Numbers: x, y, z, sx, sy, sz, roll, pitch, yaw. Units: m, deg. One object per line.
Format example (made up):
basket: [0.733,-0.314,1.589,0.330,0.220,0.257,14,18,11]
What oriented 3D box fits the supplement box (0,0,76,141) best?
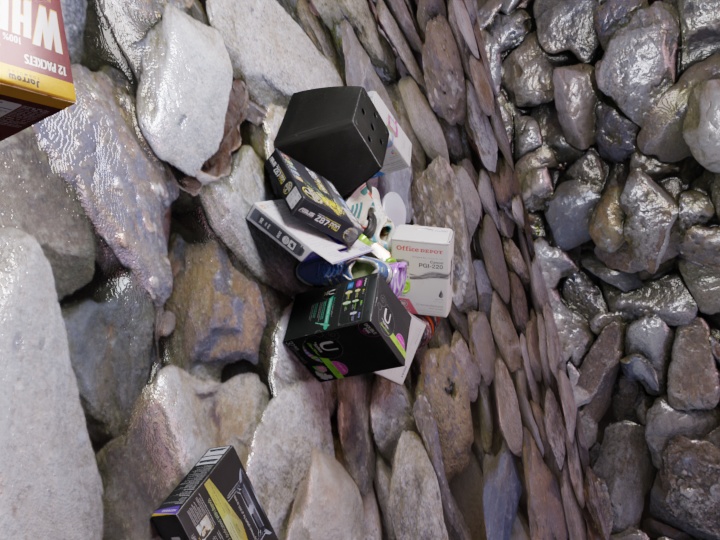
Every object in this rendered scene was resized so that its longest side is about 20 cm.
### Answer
supplement box: [-0.439,-0.254,0.784,0.132,0.198,0.200,1,76,-63]

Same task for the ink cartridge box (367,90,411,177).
ink cartridge box: [0.019,-0.326,1.777,0.200,0.143,0.086,47,39,-44]

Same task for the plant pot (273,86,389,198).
plant pot: [-0.048,-0.289,1.596,0.201,0.175,0.201,53,34,-35]

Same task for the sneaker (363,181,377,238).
sneaker: [-0.012,-0.182,1.746,0.104,0.059,0.202,40,39,-50]

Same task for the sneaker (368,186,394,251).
sneaker: [0.042,-0.120,1.794,0.076,0.080,0.203,35,46,-50]

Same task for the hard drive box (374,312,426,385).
hard drive box: [0.048,0.151,1.604,0.200,0.076,0.158,35,76,-52]

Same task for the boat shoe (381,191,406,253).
boat shoe: [0.078,-0.098,1.871,0.073,0.065,0.203,1,82,-27]

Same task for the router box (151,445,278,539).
router box: [-0.207,0.392,1.080,0.202,0.052,0.157,68,28,-15]

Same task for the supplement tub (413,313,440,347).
supplement tub: [0.144,0.127,1.842,0.108,0.106,0.200,66,28,-17]

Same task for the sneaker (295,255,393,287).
sneaker: [-0.037,-0.005,1.448,0.077,0.197,0.077,38,51,-73]

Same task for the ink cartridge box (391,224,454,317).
ink cartridge box: [0.149,0.001,1.745,0.085,0.143,0.203,-59,151,-61]

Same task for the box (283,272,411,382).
box: [-0.022,0.114,1.416,0.149,0.198,0.125,53,34,-37]

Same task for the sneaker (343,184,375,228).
sneaker: [-0.024,-0.119,1.637,0.094,0.070,0.200,57,43,-18]

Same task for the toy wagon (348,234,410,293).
toy wagon: [0.034,-0.023,1.655,0.040,0.154,0.201,-44,124,-18]

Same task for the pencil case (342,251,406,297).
pencil case: [0.000,0.000,1.525,0.084,0.197,0.087,-40,140,-61]

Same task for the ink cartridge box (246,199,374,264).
ink cartridge box: [-0.094,-0.069,1.420,0.199,0.044,0.198,37,22,16]

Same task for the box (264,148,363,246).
box: [-0.094,-0.145,1.436,0.160,0.049,0.201,30,19,-38]
